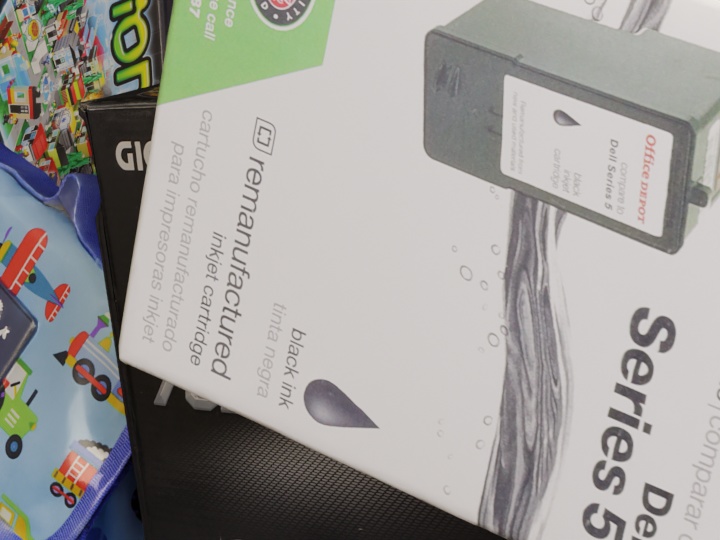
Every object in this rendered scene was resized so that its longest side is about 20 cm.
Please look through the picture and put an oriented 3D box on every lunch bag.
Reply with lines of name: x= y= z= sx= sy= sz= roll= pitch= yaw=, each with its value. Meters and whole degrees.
lunch bag: x=-0.123 y=0.053 z=0.975 sx=0.151 sy=0.094 sz=0.201 roll=42 pitch=118 yaw=34

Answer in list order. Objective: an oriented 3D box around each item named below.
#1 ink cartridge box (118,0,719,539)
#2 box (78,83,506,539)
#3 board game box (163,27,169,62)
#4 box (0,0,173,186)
ink cartridge box: x=0.054 y=-0.017 z=0.643 sx=0.199 sy=0.084 sz=0.146 roll=23 pitch=116 yaw=26
box: x=0.010 y=0.043 z=0.793 sx=0.199 sy=0.050 sz=0.199 roll=3 pitch=106 yaw=45
board game box: x=-0.041 y=0.027 z=0.926 sx=0.103 sy=0.019 sz=0.201 roll=44 pitch=137 yaw=38
box: x=-0.104 y=-0.075 z=1.050 sx=0.110 sy=0.035 sz=0.201 roll=-17 pitch=70 yaw=35
